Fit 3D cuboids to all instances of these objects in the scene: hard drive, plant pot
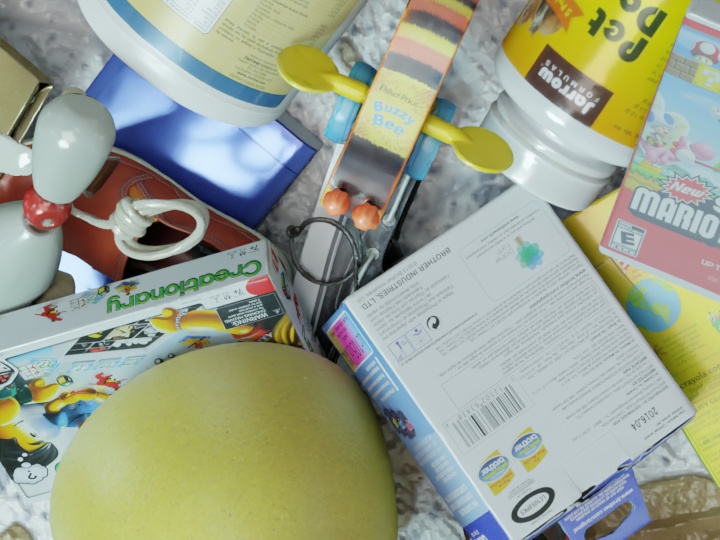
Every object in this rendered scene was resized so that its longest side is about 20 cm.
[{"bbox_3d":[-0.134,-0.043,1.540,0.132,0.025,0.200,40,111,1],"label":"hard drive"},{"bbox_3d":[-0.059,0.161,1.405,0.200,0.142,0.200,-11,126,-16],"label":"plant pot"}]

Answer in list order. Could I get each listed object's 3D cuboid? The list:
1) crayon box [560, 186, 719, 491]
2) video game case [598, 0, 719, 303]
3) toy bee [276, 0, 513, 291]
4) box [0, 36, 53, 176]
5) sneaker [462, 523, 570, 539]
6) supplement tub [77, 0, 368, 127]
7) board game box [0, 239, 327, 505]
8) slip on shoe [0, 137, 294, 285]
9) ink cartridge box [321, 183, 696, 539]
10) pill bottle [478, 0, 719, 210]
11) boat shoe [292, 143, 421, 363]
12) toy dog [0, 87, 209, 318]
[{"bbox_3d":[0.219,0.022,1.452,0.127,0.051,0.200,-29,97,20],"label":"crayon box"},{"bbox_3d":[0.215,-0.048,1.342,0.143,0.017,0.200,23,142,7],"label":"video game case"},{"bbox_3d":[0.018,-0.066,1.377,0.131,0.109,0.200,4,110,6],"label":"toy bee"},{"bbox_3d":[-0.294,-0.106,1.535,0.200,0.021,0.164,40,109,20],"label":"box"},{"bbox_3d":[0.090,0.116,1.495,0.077,0.082,0.200,-5,103,16],"label":"sneaker"},{"bbox_3d":[-0.051,-0.196,1.412,0.145,0.145,0.200,39,110,1],"label":"supplement tub"},{"bbox_3d":[-0.125,0.060,1.455,0.200,0.035,0.126,-16,133,10],"label":"board game box"},{"bbox_3d":[-0.136,-0.022,1.499,0.200,0.061,0.074,26,112,11],"label":"slip on shoe"},{"bbox_3d":[0.092,0.070,1.432,0.136,0.076,0.200,-34,83,-15],"label":"ink cartridge box"},{"bbox_3d":[0.148,-0.134,1.396,0.109,0.109,0.200,34,111,3],"label":"pill bottle"},{"bbox_3d":[0.000,0.000,1.497,0.068,0.072,0.200,18,106,4],"label":"boat shoe"},{"bbox_3d":[-0.188,-0.038,1.442,0.200,0.096,0.132,-35,132,29],"label":"toy dog"}]
